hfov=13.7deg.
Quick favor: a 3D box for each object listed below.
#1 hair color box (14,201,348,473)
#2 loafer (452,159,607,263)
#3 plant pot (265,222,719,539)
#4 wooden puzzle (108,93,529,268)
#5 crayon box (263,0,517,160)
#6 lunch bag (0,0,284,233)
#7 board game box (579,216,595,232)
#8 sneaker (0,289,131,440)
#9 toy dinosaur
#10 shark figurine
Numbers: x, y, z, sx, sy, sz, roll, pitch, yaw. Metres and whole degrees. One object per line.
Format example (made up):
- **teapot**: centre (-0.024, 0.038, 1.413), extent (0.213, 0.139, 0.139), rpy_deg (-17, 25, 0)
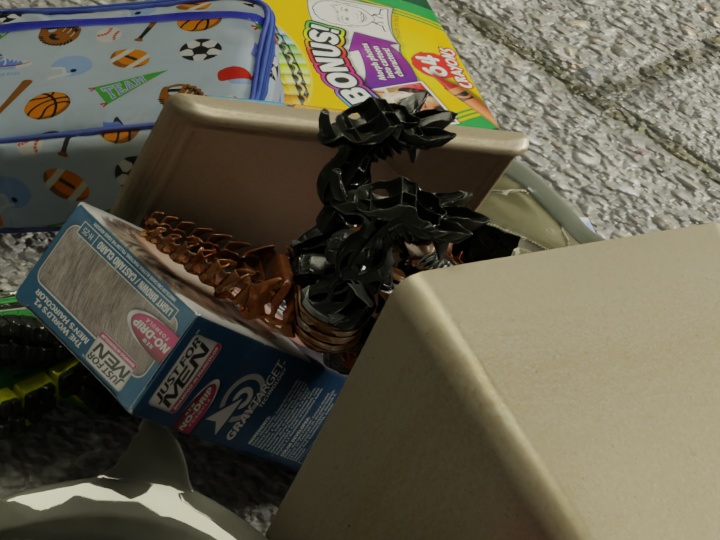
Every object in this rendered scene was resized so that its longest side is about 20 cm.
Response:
- **hair color box**: centre (-0.070, 0.040, 1.489), extent (0.100, 0.061, 0.200), rpy_deg (41, 9, 33)
- **loafer**: centre (0.109, 0.017, 1.625), extent (0.069, 0.076, 0.200), rpy_deg (-24, 46, -30)
- **plant pot**: centre (0.105, 0.119, 1.428), extent (0.199, 0.200, 0.177), rpy_deg (-9, 52, -34)
- **wooden puzzle**: centre (-0.032, -0.040, 1.534), extent (0.184, 0.200, 0.037), rpy_deg (6, 65, -18)
- **crayon box**: centre (-0.020, -0.104, 1.809), extent (0.172, 0.059, 0.200), rpy_deg (2, 36, -22)
- **lunch bag**: centre (-0.144, -0.094, 1.682), extent (0.199, 0.076, 0.161), rpy_deg (-1, 38, 7)
- **board game box**: centre (0.056, 0.020, 1.682), extent (0.199, 0.037, 0.152), rpy_deg (4, 35, -21)
- **sneaker**: centre (-0.165, 0.032, 1.529), extent (0.085, 0.079, 0.199), rpy_deg (18, 18, 39)
- **toy dinosaur**: centre (0.000, 0.000, 1.424), extent (0.199, 0.136, 0.102), rpy_deg (-6, 46, -37)
- **shark figurine**: centre (-0.126, 0.111, 1.422), extent (0.213, 0.090, 0.128), rpy_deg (5, 33, -21)
